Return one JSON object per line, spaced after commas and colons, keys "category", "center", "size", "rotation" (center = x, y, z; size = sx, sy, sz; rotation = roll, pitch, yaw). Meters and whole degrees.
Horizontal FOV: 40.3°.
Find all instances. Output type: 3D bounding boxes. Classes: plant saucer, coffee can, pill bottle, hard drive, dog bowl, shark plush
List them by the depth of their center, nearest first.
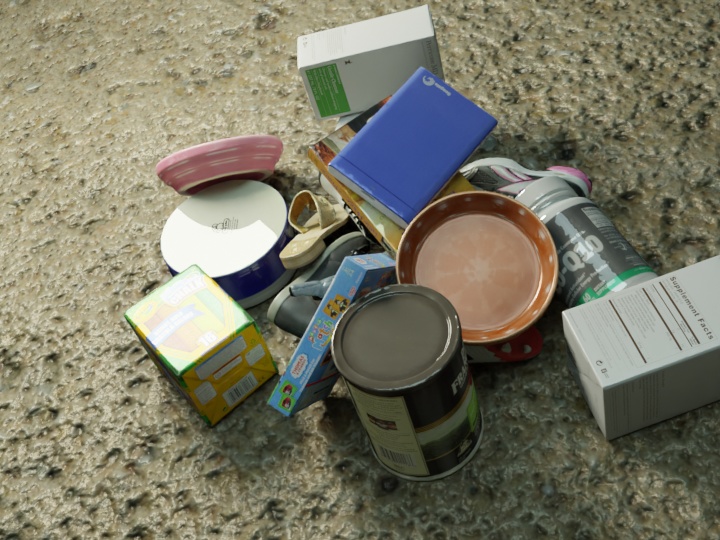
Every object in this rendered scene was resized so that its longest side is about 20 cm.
{"category": "coffee can", "center": [0.059, 0.134, 1.149], "size": [0.146, 0.200, 0.147], "rotation": [-8, 48, 10]}
{"category": "plant saucer", "center": [0.144, -0.002, 1.218], "size": [0.200, 0.032, 0.201], "rotation": [-2, 71, 6]}
{"category": "pill bottle", "center": [0.280, -0.021, 1.256], "size": [0.113, 0.113, 0.200], "rotation": [-29, 58, -9]}
{"category": "hard drive", "center": [0.071, -0.164, 1.291], "size": [0.132, 0.025, 0.200], "rotation": [37, 69, 10]}
{"category": "shark plush", "center": [0.000, 0.000, 1.302], "size": [0.200, 0.083, 0.091], "rotation": [-5, 35, -11]}
{"category": "dog bowl", "center": [-0.192, -0.040, 1.461], "size": [0.200, 0.079, 0.200], "rotation": [-9, 48, 10]}
{"category": "plant saucer", "center": [-0.215, -0.158, 1.526], "size": [0.200, 0.201, 0.051], "rotation": [-13, 86, 6]}

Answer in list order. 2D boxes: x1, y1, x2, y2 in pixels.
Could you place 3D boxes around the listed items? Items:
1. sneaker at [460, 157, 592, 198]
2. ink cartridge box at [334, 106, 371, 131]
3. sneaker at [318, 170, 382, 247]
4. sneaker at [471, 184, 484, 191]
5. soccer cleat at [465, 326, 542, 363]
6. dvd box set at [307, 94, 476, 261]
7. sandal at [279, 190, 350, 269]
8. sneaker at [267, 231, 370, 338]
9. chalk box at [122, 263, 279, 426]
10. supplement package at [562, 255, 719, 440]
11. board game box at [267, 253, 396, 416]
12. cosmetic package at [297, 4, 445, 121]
{"category": "sneaker", "center": [0.222, -0.104, 1.387], "size": [0.200, 0.080, 0.086], "rotation": [1, 47, 19]}
{"category": "ink cartridge box", "center": [0.048, -0.217, 1.510], "size": [0.125, 0.129, 0.200], "rotation": [0, 49, 18]}
{"category": "sneaker", "center": [0.014, -0.092, 1.404], "size": [0.200, 0.074, 0.080], "rotation": [35, 42, 18]}
{"category": "sneaker", "center": [0.084, -0.141, 1.362], "size": [0.200, 0.076, 0.092], "rotation": [15, 76, -7]}
{"category": "soccer cleat", "center": [0.132, 0.088, 1.260], "size": [0.200, 0.085, 0.069], "rotation": [3, 65, -9]}
{"category": "dvd box set", "center": [0.046, -0.122, 1.304], "size": [0.146, 0.029, 0.200], "rotation": [-34, 75, -16]}
{"category": "sandal", "center": [-0.071, -0.080, 1.409], "size": [0.077, 0.070, 0.212], "rotation": [-14, 22, 22]}
{"category": "sneaker", "center": [-0.028, 0.035, 1.365], "size": [0.106, 0.075, 0.200], "rotation": [35, 57, 16]}
{"category": "chalk box", "center": [-0.227, 0.086, 1.330], "size": [0.124, 0.124, 0.200], "rotation": [-38, 50, -17]}
{"category": "supplement package", "center": [0.354, 0.091, 1.150], "size": [0.200, 0.121, 0.120], "rotation": [-19, 48, -1]}
{"category": "board game box", "center": [-0.029, 0.074, 1.203], "size": [0.037, 0.151, 0.200], "rotation": [32, 101, 13]}
{"category": "cosmetic package", "center": [0.017, -0.303, 1.435], "size": [0.200, 0.108, 0.085], "rotation": [-12, 46, 10]}
